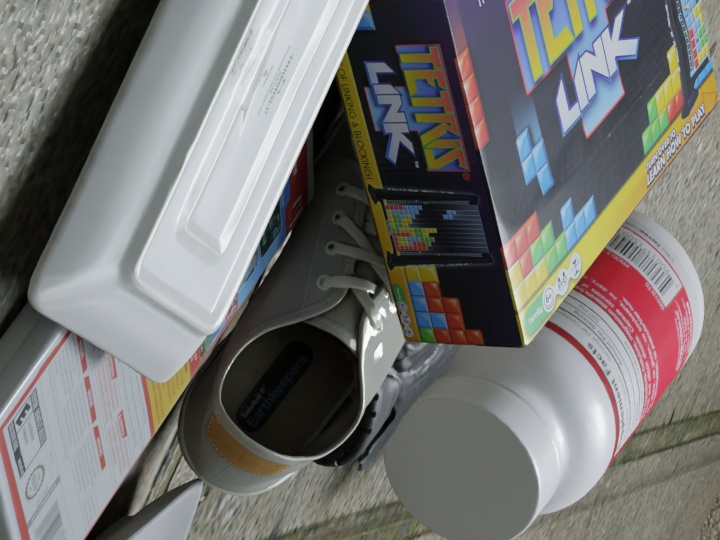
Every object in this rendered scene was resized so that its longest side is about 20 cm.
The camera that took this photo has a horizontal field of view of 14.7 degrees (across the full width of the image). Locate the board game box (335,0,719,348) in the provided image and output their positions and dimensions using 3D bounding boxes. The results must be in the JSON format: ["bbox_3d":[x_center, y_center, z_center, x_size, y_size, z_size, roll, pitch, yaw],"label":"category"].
[{"bbox_3d":[0.065,-0.092,1.060,0.200,0.057,0.166,-49,133,-47],"label":"board game box"}]

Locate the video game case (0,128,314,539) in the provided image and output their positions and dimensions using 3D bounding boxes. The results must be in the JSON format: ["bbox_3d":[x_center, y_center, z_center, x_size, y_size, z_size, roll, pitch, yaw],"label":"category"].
[{"bbox_3d":[-0.072,0.009,0.957,0.200,0.017,0.143,-57,164,-26],"label":"video game case"}]

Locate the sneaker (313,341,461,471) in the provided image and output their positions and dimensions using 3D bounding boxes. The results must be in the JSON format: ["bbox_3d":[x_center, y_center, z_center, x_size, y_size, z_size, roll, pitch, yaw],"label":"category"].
[{"bbox_3d":[0.016,0.011,1.204,0.104,0.060,0.200,-39,155,-62],"label":"sneaker"}]

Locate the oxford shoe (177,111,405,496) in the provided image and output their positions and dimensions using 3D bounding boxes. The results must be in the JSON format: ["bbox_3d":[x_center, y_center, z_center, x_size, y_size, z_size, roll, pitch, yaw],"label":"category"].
[{"bbox_3d":[0.000,0.000,1.075,0.200,0.075,0.058,-57,-169,-14],"label":"oxford shoe"}]

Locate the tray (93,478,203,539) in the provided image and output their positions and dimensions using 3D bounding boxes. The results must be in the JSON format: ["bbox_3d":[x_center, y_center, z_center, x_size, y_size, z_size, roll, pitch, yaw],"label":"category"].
[{"bbox_3d":[-0.118,0.176,1.077,0.107,0.022,0.200,-39,151,-61],"label":"tray"}]

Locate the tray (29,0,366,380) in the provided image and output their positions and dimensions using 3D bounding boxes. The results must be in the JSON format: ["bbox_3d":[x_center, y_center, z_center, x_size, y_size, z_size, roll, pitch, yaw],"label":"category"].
[{"bbox_3d":[-0.035,-0.064,0.884,0.200,0.022,0.107,-66,155,-7],"label":"tray"}]

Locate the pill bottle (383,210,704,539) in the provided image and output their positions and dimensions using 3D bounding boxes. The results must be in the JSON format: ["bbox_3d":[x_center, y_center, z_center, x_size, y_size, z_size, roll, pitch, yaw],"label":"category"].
[{"bbox_3d":[0.092,0.054,1.428,0.200,0.112,0.113,-45,157,-51],"label":"pill bottle"}]
